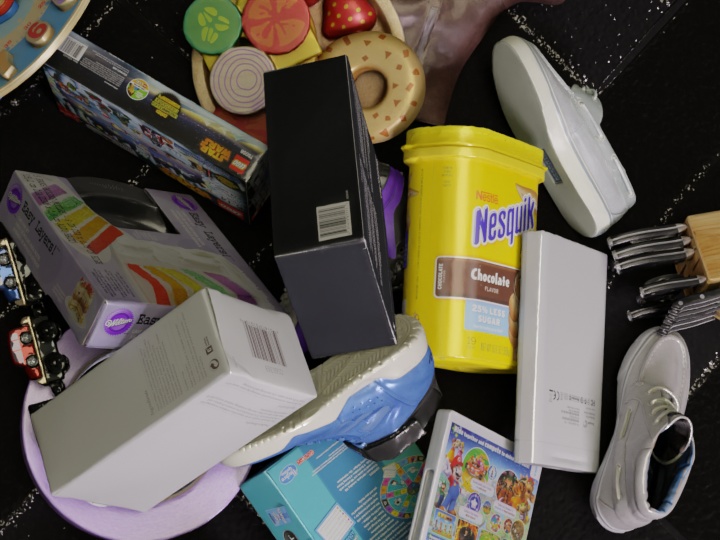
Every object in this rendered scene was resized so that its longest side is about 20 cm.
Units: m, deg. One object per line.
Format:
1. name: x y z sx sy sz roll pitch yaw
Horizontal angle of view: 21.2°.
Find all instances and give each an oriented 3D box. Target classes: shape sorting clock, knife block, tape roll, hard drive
1. shape sorting clock: -0.294 -0.216 1.611 0.039 0.200 0.200 42 74 -33
2. knife block: 0.325 -0.021 1.761 0.175 0.064 0.200 31 62 8
3. tape roll: -0.189 0.132 1.639 0.200 0.066 0.201 2 82 -11
4. hard drive: 0.178 0.075 1.700 0.027 0.132 0.201 -2 80 33

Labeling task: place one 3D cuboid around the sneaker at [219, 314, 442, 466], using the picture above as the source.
1. sneaker: -0.021 0.129 1.587 0.200 0.077 0.111 -32 128 -15

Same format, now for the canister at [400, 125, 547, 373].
1. canister: 0.097 -0.014 1.684 0.148 0.086 0.201 13 78 -55

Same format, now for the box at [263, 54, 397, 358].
1. box: -0.025 -0.052 1.568 0.079 0.141 0.200 -12 51 8

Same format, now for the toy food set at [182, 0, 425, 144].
1. toy food set: -0.056 -0.182 1.695 0.198 0.049 0.200 -26 89 5

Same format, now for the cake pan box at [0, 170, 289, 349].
1. cake pan box: -0.181 -0.005 1.576 0.184 0.200 0.052 10 118 -40

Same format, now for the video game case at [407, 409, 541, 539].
1. video game case: 0.090 0.234 1.622 0.143 0.018 0.200 30 68 -44

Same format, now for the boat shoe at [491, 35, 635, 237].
1. boat shoe: 0.188 -0.131 1.750 0.071 0.070 0.201 -34 103 -23

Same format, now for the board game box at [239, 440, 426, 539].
1. board game box: 0.012 0.222 1.646 0.151 0.047 0.200 -35 90 -40

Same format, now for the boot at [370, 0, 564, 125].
1. boot: 0.088 -0.214 1.757 0.199 0.072 0.167 9 92 -12

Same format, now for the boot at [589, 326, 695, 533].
1. boot: 0.270 0.136 1.705 0.073 0.096 0.200 24 68 -18

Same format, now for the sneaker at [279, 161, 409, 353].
1. sneaker: 0.000 0.000 1.694 0.099 0.070 0.200 28 78 -9

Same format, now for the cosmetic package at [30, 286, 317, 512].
1. cosmetic package: -0.147 0.106 1.502 0.200 0.113 0.081 -33 59 24

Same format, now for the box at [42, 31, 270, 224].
1. box: -0.170 -0.120 1.624 0.200 0.137 0.040 31 78 6

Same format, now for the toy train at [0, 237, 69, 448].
1. toy train: -0.268 0.063 1.584 0.046 0.034 0.200 -15 86 -1
